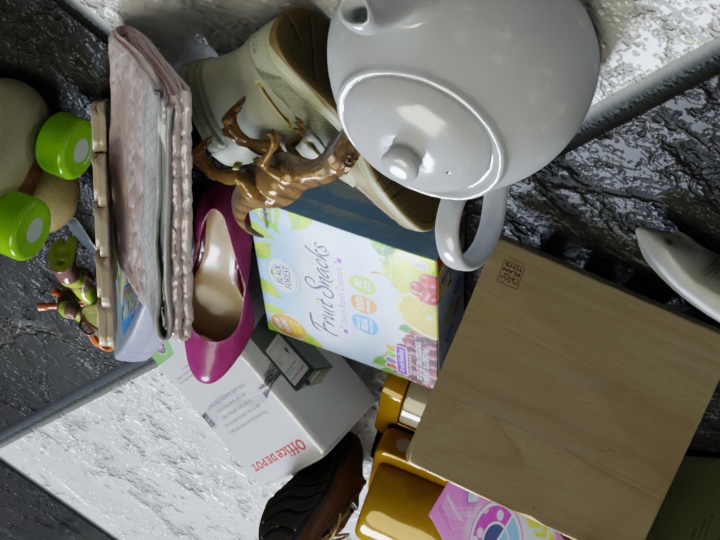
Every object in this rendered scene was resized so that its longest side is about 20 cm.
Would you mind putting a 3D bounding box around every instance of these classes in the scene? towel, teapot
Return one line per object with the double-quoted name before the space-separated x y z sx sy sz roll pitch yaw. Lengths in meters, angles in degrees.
"towel" -0.163 -0.068 1.299 0.191 0.032 0.201 -131 40 -62
"teapot" 0.055 -0.114 1.121 0.200 0.146 0.197 33 150 -10

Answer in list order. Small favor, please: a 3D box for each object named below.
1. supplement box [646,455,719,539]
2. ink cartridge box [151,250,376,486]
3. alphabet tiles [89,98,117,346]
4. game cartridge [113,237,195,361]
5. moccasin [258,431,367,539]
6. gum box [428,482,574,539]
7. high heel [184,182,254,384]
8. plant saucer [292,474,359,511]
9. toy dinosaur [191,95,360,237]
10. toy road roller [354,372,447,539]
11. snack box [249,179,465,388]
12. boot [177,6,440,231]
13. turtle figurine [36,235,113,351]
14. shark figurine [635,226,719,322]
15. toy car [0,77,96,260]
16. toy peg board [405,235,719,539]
"supplement box" 0.286 0.278 1.470 0.199 0.200 0.134 -1 140 39
"ink cartridge box" -0.101 0.088 1.572 0.200 0.084 0.145 50 147 -4
"alphabet tiles" -0.214 -0.041 1.415 0.015 0.201 0.196 -1 -171 -6
"game cartridge" -0.187 -0.008 1.485 0.040 0.134 0.200 -1 149 -22
"moccasin" -0.040 0.223 1.572 0.073 0.201 0.078 -16 104 16
"gum box" 0.140 0.227 1.427 0.066 0.200 0.114 10 121 -33
"high heel" -0.127 0.016 1.426 0.067 0.096 0.201 14 111 11
"plant saucer" -0.077 0.178 1.745 0.200 0.032 0.200 33 167 9
"toy dinosaur" -0.077 -0.065 1.258 0.106 0.061 0.200 43 149 -16
"toy road roller" 0.063 0.181 1.559 0.122 0.146 0.200 21 149 7
"snack box" 0.000 0.000 1.419 0.168 0.068 0.200 20 148 15
"boot" -0.037 -0.100 1.295 0.200 0.072 0.154 48 145 -21
"turtle figurine" -0.261 0.034 1.691 0.199 0.065 0.162 15 148 22
"shark figurine" 0.302 0.034 1.202 0.214 0.090 0.128 7 146 36
"toy car" -0.309 -0.063 1.518 0.164 0.158 0.200 20 161 21
"toy peg board" 0.169 0.094 1.361 0.199 0.098 0.200 24 106 8
